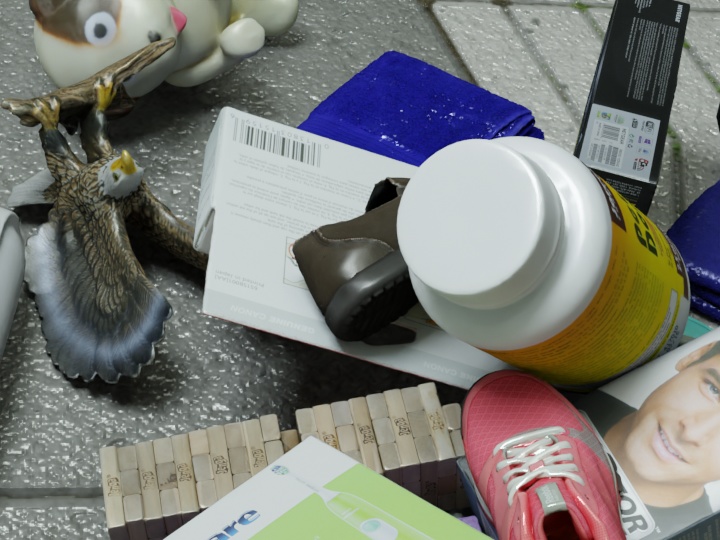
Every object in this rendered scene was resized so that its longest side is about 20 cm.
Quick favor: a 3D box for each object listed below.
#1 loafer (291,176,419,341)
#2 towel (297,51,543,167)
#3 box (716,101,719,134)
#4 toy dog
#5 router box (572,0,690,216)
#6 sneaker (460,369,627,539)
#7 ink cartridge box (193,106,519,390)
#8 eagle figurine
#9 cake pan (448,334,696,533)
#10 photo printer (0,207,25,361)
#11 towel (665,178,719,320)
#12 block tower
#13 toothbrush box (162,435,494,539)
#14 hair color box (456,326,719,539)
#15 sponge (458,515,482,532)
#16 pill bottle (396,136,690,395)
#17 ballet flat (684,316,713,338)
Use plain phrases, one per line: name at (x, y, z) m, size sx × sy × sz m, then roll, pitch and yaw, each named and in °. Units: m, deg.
loafer at (0.039, -0.032, 1.006) m, size 0.071 × 0.073 × 0.200 m, roll 46°, pitch 44°, yaw 16°
towel at (0.022, -0.077, 1.204) m, size 0.147 × 0.050 × 0.200 m, roll 30°, pitch 46°, yaw 19°
box at (0.297, -0.099, 1.163) m, size 0.078 × 0.142 × 0.201 m, roll 2°, pitch 41°, yaw 0°
toy dog at (-0.155, -0.193, 1.229) m, size 0.193 × 0.140 × 0.200 m, roll 5°, pitch 32°, yaw 16°
router box at (0.162, -0.064, 1.151) m, size 0.052 × 0.158 × 0.200 m, roll 15°, pitch 44°, yaw 5°
sneaker at (0.099, 0.116, 0.857) m, size 0.073 × 0.087 × 0.201 m, roll -21°, pitch 51°, yaw 0°
ink cartridge box at (0.000, 0.000, 1.041) m, size 0.199 × 0.044 × 0.174 m, roll 17°, pitch 45°, yaw -14°
eagle figurine at (-0.144, -0.030, 1.102) m, size 0.151 × 0.151 × 0.201 m, roll -31°, pitch 83°, yaw 12°
cake pan at (0.150, 0.125, 0.992) m, size 0.199 × 0.037 × 0.201 m, roll -7°, pitch 53°, yaw 9°
photo printer at (-0.284, 0.032, 1.013) m, size 0.165 × 0.070 × 0.201 m, roll 1°, pitch 43°, yaw 5°
towel at (0.301, -0.019, 1.217) m, size 0.147 × 0.050 × 0.200 m, roll 25°, pitch 45°, yaw 25°
block tower at (-0.040, 0.115, 0.973) m, size 0.199 × 0.058 × 0.054 m, roll -10°, pitch 49°, yaw -6°
toothbrush box at (-0.009, 0.177, 0.810) m, size 0.145 × 0.086 × 0.200 m, roll -34°, pitch 35°, yaw -26°
hair color box at (0.163, 0.107, 0.940) m, size 0.199 × 0.061 × 0.099 m, roll -26°, pitch 52°, yaw -5°
sponge at (-0.022, 0.194, 0.913) m, size 0.199 × 0.030 × 0.112 m, roll -10°, pitch 45°, yaw -6°
pill bottle at (0.095, -0.003, 0.922) m, size 0.109 × 0.109 × 0.200 m, roll 42°, pitch 7°, yaw 29°
ballet flat at (0.240, 0.096, 1.059) m, size 0.199 × 0.075 × 0.068 m, roll 30°, pitch 62°, yaw 28°
